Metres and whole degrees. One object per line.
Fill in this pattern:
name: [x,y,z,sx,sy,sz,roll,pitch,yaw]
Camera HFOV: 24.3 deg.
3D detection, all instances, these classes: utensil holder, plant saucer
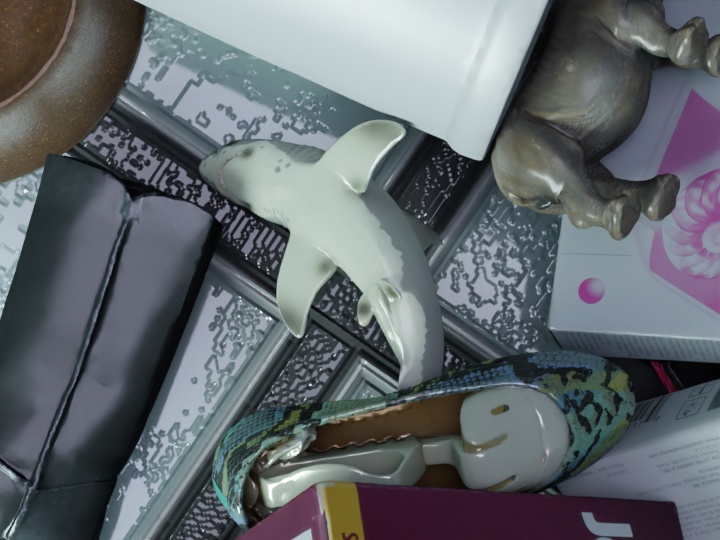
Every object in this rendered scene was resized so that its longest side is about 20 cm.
utensil holder: [0.000,-0.166,0.789,0.199,0.170,0.171,22,87,4]
plant saucer: [-0.210,-0.143,0.851,0.199,0.037,0.202,0,87,-1]

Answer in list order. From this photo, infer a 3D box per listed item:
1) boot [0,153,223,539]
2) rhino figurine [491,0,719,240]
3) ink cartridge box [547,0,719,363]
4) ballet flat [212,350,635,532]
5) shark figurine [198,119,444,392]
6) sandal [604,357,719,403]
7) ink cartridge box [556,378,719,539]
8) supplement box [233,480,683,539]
boot: [-0.175,0.037,0.819,0.164,0.066,0.201,21,94,-11]
rhino figurine: [0.125,-0.109,0.782,0.087,0.060,0.201,16,76,34]
ink cartridge box: [0.198,-0.053,0.790,0.199,0.043,0.197,2,70,22]
ballet flat: [0.031,0.086,0.758,0.199,0.074,0.075,-14,87,3]
shark figurine: [0.017,0.010,0.826,0.128,0.089,0.215,-32,78,32]
sandal: [0.188,0.050,0.806,0.199,0.045,0.075,22,104,24]
ink cartridge box: [0.204,0.143,0.788,0.200,0.162,0.057,52,47,-14]
supplement box: [0.048,0.173,0.727,0.199,0.103,0.132,7,60,-33]
